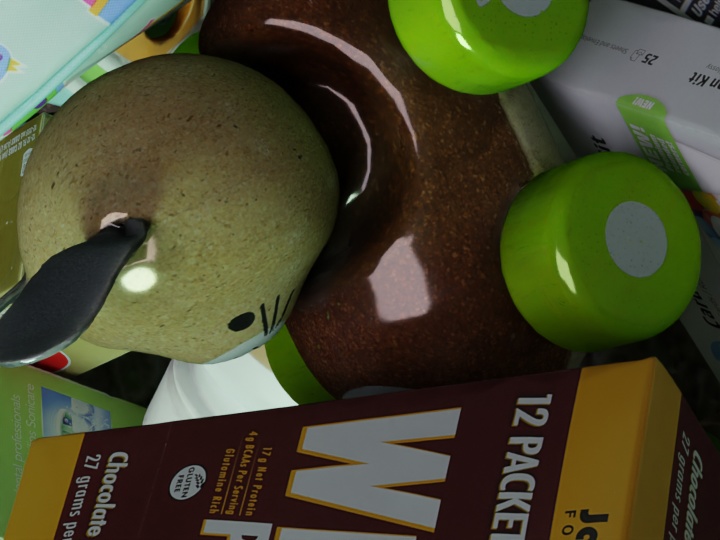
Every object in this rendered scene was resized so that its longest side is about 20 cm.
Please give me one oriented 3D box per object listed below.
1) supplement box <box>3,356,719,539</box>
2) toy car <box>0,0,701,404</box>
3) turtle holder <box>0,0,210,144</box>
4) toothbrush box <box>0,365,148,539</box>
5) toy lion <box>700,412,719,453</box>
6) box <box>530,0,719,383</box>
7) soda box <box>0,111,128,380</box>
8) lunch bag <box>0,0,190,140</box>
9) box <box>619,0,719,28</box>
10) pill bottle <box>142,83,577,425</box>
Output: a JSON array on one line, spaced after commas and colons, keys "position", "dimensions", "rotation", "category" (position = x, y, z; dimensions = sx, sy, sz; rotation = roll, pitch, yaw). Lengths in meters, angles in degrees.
[{"position": [0.022, 0.143, 0.823], "dimensions": [0.199, 0.133, 0.197], "rotation": [-9, 140, 27], "category": "supplement box"}, {"position": [-0.037, -0.003, 0.832], "dimensions": [0.164, 0.200, 0.158], "rotation": [-19, 96, 55], "category": "toy car"}, {"position": [-0.137, -0.103, 1.059], "dimensions": [0.185, 0.141, 0.132], "rotation": [-37, 102, 27], "category": "turtle holder"}, {"position": [-0.138, 0.112, 1.094], "dimensions": [0.146, 0.200, 0.086], "rotation": [-39, 44, 36], "category": "toothbrush box"}, {"position": [0.057, 0.133, 1.078], "dimensions": [0.191, 0.069, 0.201], "rotation": [17, 115, 33], "category": "toy lion"}, {"position": [0.155, 0.003, 0.844], "dimensions": [0.200, 0.041, 0.156], "rotation": [26, 158, 50], "category": "box"}, {"position": [-0.142, 0.007, 1.094], "dimensions": [0.200, 0.064, 0.068], "rotation": [-25, 54, 54], "category": "soda box"}, {"position": [-0.117, -0.082, 0.881], "dimensions": [0.160, 0.200, 0.077], "rotation": [-35, 98, 9], "category": "lunch bag"}, {"position": [0.208, -0.121, 0.856], "dimensions": [0.198, 0.123, 0.200], "rotation": [38, 123, 13], "category": "box"}, {"position": [0.000, 0.000, 1.027], "dimensions": [0.114, 0.114, 0.200], "rotation": [38, 122, 14], "category": "pill bottle"}]
